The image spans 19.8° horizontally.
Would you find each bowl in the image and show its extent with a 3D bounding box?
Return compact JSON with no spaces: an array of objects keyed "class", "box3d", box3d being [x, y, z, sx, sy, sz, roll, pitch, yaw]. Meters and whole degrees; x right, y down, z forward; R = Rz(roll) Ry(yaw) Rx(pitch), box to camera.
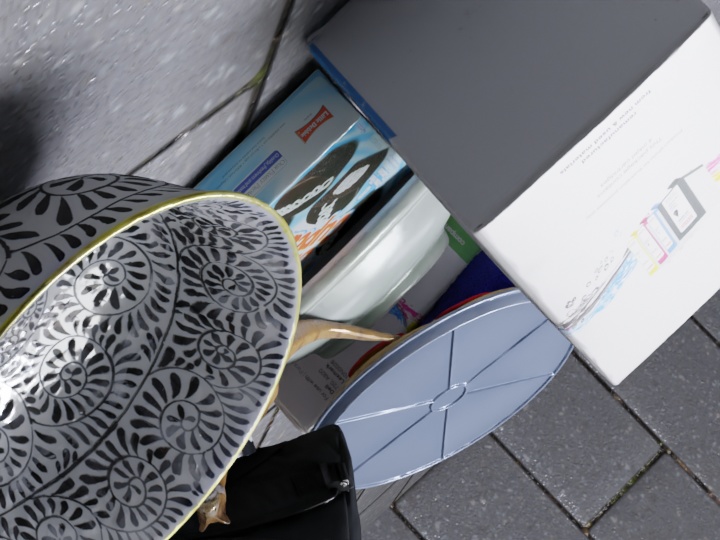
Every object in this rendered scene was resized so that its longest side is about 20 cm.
[{"class":"bowl","box3d":[-0.124,0.033,0.805,0.200,0.094,0.202,-39,150,-27]}]

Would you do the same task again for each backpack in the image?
[{"class":"backpack","box3d":[-0.099,0.182,1.115,0.198,0.164,0.155,-4,140,-7]}]

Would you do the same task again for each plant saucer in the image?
[{"class":"plant saucer","box3d":[0.000,0.000,1.245,0.200,0.050,0.200,-44,-176,4]}]

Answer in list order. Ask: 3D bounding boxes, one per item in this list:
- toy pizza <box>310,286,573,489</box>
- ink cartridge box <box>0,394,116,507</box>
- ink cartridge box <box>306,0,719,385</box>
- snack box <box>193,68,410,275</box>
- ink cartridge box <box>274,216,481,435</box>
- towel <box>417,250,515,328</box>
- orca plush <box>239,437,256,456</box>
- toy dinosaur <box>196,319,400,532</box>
[{"class":"toy pizza","box3d":[0.048,0.067,1.279,0.199,0.032,0.201,-26,154,-14]},{"class":"ink cartridge box","box3d":[-0.151,0.079,0.977,0.146,0.084,0.200,-38,168,-31]},{"class":"ink cartridge box","box3d":[0.102,-0.071,1.006,0.145,0.147,0.200,-43,147,3]},{"class":"snack box","box3d":[-0.036,-0.039,1.101,0.116,0.037,0.200,-44,171,3]},{"class":"ink cartridge box","box3d":[0.016,0.015,1.408,0.200,0.084,0.145,-45,170,3]},{"class":"towel","box3d":[0.087,0.030,1.366,0.200,0.050,0.147,-50,168,24]},{"class":"orca plush","box3d":[-0.094,0.109,1.200,0.105,0.071,0.201,-35,151,-13]},{"class":"toy dinosaur","box3d":[-0.061,0.056,1.113,0.060,0.107,0.200,-5,-147,34]}]
